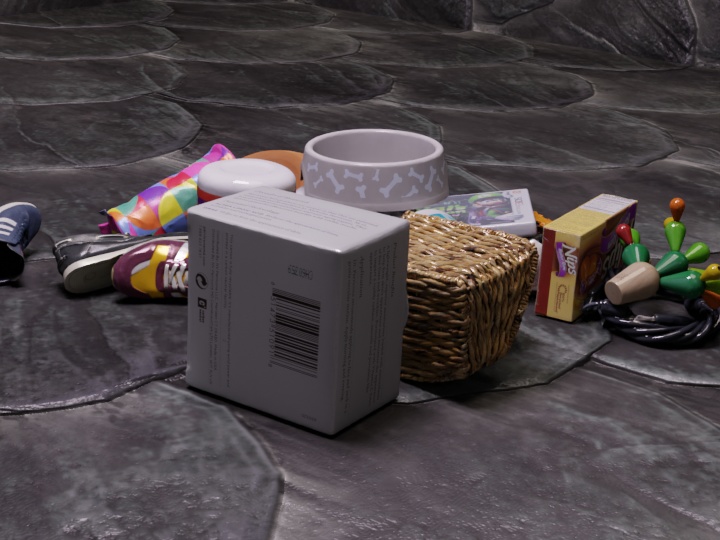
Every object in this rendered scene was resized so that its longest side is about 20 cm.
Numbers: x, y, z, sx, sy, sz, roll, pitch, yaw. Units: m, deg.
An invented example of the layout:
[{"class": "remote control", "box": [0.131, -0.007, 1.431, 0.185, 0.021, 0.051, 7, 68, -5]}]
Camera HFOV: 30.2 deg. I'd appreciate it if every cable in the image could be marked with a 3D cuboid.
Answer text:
[{"class": "cable", "box": [0.378, 0.037, 1.669, 0.163, 0.051, 0.200, 15, 22, 30]}]

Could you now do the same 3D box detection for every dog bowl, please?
[{"class": "dog bowl", "box": [0.017, -0.131, 1.692, 0.200, 0.059, 0.200, 0, 20, 0]}]

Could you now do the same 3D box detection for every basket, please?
[{"class": "basket", "box": [0.084, 0.034, 1.479, 0.200, 0.143, 0.149, 14, 28, 38]}]

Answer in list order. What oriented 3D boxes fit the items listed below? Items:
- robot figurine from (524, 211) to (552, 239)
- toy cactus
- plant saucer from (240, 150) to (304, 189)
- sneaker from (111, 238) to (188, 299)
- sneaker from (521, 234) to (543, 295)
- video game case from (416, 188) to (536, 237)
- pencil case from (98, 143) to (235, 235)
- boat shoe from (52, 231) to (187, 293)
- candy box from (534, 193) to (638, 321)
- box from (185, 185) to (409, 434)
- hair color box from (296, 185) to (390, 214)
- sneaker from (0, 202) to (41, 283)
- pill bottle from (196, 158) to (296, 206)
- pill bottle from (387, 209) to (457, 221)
[{"class": "robot figurine", "box": [0.187, -0.042, 1.853, 0.200, 0.058, 0.145, -6, 22, -23]}, {"class": "toy cactus", "box": [0.371, -0.005, 1.623, 0.165, 0.102, 0.200, -22, 44, -28]}, {"class": "plant saucer", "box": [-0.138, -0.099, 1.844, 0.200, 0.037, 0.200, -12, 46, 12]}, {"class": "sneaker", "box": [-0.203, 0.002, 1.641, 0.200, 0.075, 0.090, -7, 16, -24]}, {"class": "sneaker", "box": [0.189, -0.004, 1.715, 0.200, 0.080, 0.074, -16, 29, -39]}, {"class": "video game case", "box": [0.133, -0.072, 1.802, 0.200, 0.023, 0.182, -6, 16, 5]}, {"class": "pencil case", "box": [-0.248, -0.090, 1.785, 0.200, 0.088, 0.088, -31, 31, -18]}, {"class": "boat shoe", "box": [-0.290, -0.026, 1.692, 0.200, 0.072, 0.068, -10, 48, -31]}, {"class": "candy box", "box": [0.292, -0.019, 1.718, 0.056, 0.117, 0.200, 15, 22, 29]}, {"class": "box", "box": [-0.067, 0.035, 1.379, 0.200, 0.199, 0.131, 15, 22, 31]}, {"class": "hair color box", "box": [-0.014, -0.086, 1.741, 0.099, 0.061, 0.200, 11, 23, 23]}, {"class": "sneaker", "box": [-0.448, -0.026, 1.691, 0.084, 0.075, 0.200, 9, 30, 19]}, {"class": "pill bottle", "box": [-0.132, -0.021, 1.527, 0.112, 0.200, 0.112, 3, 19, -1]}, {"class": "pill bottle", "box": [0.100, -0.003, 1.601, 0.111, 0.111, 0.200, -10, 34, -33]}]
